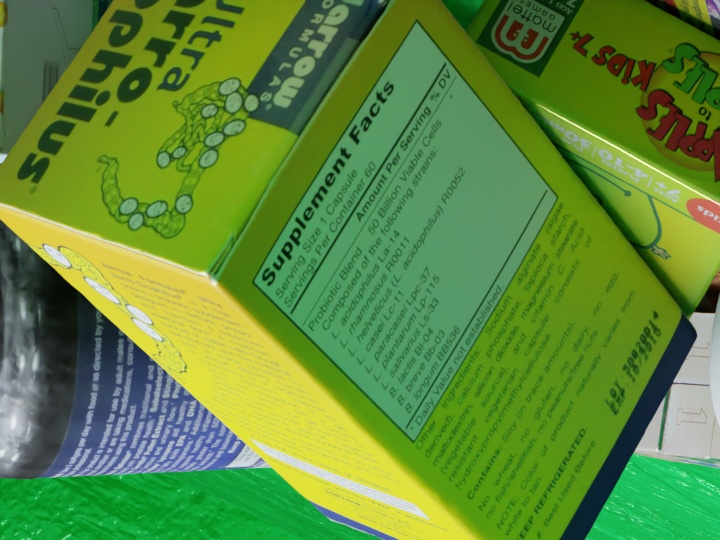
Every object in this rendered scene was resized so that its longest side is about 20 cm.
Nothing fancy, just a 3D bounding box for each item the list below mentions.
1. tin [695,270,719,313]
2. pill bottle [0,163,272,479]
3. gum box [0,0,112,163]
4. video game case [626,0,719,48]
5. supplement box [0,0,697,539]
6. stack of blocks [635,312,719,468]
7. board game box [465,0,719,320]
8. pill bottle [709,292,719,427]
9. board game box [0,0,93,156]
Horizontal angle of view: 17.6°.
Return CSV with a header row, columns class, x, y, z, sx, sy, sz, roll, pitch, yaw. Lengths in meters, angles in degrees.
class,x,y,z,sx,sy,sz,roll,pitch,yaw
tin,0.114,-0.029,0.892,0.112,0.042,0.200,27,169,-11
pill bottle,-0.089,0.018,0.834,0.199,0.113,0.112,0,-177,-27
gum box,-0.080,-0.055,1.014,0.200,0.045,0.170,32,-158,-20
video game case,0.072,-0.119,0.637,0.180,0.026,0.200,24,167,24
supplement box,0.000,0.000,0.722,0.109,0.109,0.200,17,158,43
stack of blocks,0.190,0.055,0.905,0.115,0.059,0.200,13,174,-32
board game box,0.078,-0.029,0.781,0.101,0.048,0.200,29,164,7
pill bottle,0.220,0.037,0.735,0.199,0.113,0.112,17,164,41
board game box,-0.200,-0.093,0.790,0.199,0.104,0.105,3,-178,9
